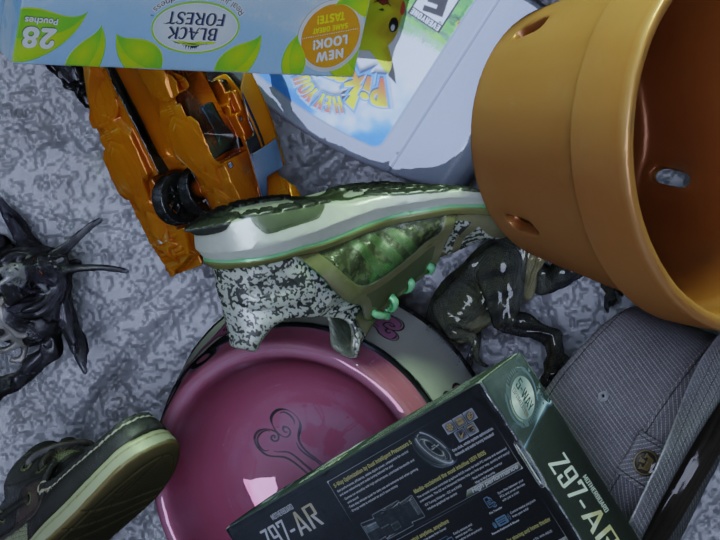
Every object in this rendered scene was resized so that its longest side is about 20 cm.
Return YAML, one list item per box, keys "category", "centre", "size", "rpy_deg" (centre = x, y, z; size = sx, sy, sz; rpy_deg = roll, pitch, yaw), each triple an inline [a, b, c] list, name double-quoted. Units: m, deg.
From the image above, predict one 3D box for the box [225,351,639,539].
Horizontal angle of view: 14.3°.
- category: "box"
  centre: [0.045, 0.156, 1.489]
  size: [0.200, 0.044, 0.160]
  rpy_deg: [-33, 89, 38]

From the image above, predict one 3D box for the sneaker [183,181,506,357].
- category: "sneaker"
  centre: [0.000, 0.000, 1.542]
  size: [0.200, 0.077, 0.089]
  rpy_deg: [-8, 99, -27]

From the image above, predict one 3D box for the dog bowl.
- category: "dog bowl"
  centre: [-0.026, 0.112, 1.594]
  size: [0.200, 0.074, 0.201]
  rpy_deg: [4, 104, 18]

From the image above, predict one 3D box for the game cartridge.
- category: "game cartridge"
  centre: [0.000, -0.136, 1.601]
  size: [0.200, 0.040, 0.133]
  rpy_deg: [33, 103, 3]

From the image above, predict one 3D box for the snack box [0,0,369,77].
- category: "snack box"
  centre: [-0.084, -0.188, 1.448]
  size: [0.200, 0.068, 0.169]
  rpy_deg: [1, 112, -31]

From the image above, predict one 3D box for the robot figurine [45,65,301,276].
- category: "robot figurine"
  centre: [-0.109, -0.101, 1.585]
  size: [0.145, 0.058, 0.200]
  rpy_deg: [-16, 101, 50]

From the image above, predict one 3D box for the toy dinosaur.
- category: "toy dinosaur"
  centre: [0.093, 0.009, 1.602]
  size: [0.088, 0.047, 0.200]
  rpy_deg: [38, 96, 8]

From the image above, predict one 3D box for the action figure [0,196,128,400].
- category: "action figure"
  centre: [-0.232, 0.034, 1.618]
  size: [0.200, 0.102, 0.119]
  rpy_deg: [-32, 80, 11]

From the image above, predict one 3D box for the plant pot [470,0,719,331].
- category: "plant pot"
  centre: [0.154, -0.072, 1.510]
  size: [0.140, 0.200, 0.200]
  rpy_deg: [5, 99, 46]

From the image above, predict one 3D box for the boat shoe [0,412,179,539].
- category: "boat shoe"
  centre: [-0.167, 0.126, 1.596]
  size: [0.066, 0.072, 0.201]
  rpy_deg: [59, 140, 16]

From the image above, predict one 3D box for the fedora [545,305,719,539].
- category: "fedora"
  centre: [0.138, 0.100, 1.546]
  size: [0.090, 0.177, 0.200]
  rpy_deg: [28, 104, 15]
